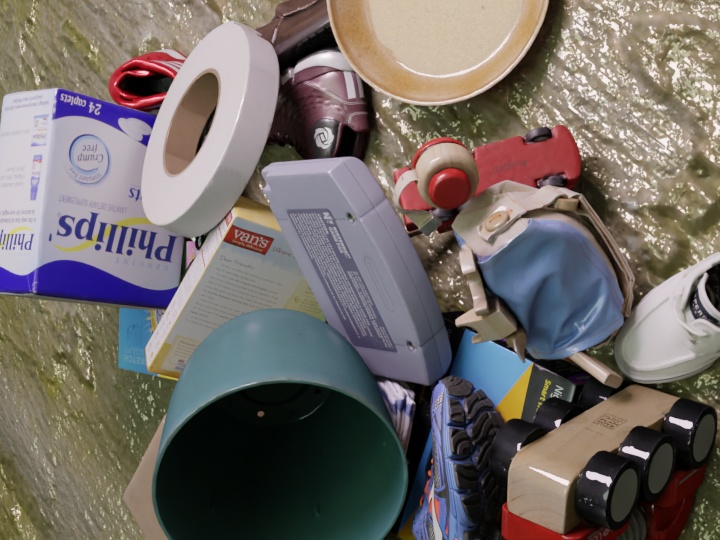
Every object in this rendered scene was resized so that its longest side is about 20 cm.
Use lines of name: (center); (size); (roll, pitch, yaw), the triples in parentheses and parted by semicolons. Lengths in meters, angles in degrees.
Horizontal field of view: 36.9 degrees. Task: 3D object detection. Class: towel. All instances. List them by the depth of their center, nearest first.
towel: (0.001, 0.178, 0.984); (0.147, 0.023, 0.203); (-133, 53, -66)

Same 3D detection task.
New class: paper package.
paper package: (-0.128, 0.236, 1.040); (0.192, 0.103, 0.200); (56, 144, 15)

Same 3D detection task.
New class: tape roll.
tape roll: (-0.144, -0.133, 1.014); (0.202, 0.037, 0.206); (-34, 46, 44)

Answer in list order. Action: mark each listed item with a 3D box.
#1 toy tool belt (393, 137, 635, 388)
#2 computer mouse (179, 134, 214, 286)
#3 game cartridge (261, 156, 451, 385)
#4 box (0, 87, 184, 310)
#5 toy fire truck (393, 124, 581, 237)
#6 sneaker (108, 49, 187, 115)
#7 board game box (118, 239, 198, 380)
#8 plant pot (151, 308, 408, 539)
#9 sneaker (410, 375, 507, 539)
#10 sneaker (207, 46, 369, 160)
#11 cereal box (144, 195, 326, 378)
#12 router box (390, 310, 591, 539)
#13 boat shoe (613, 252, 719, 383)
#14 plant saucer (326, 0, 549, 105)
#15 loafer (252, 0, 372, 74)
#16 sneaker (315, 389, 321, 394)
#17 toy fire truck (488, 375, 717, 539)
toy tool belt: (0.118, -0.002, 0.780); (0.124, 0.199, 0.124); (-39, 31, 19)
computer mouse: (-0.148, -0.067, 1.102); (0.202, 0.043, 0.111); (-95, 23, -48)
game cartridge: (0.000, 0.000, 0.885); (0.132, 0.041, 0.202); (9, 130, 57)
box: (-0.277, -0.067, 1.117); (0.104, 0.182, 0.204); (2, 85, 41)
toy fire truck: (0.080, -0.056, 0.893); (0.197, 0.141, 0.050); (-15, 79, 2)
sneaker: (-0.238, -0.209, 1.169); (0.198, 0.115, 0.080); (3, 93, 41)
board game box: (-0.192, 0.043, 1.187); (0.198, 0.040, 0.156); (4, 94, 42)
plant pot: (-0.070, 0.128, 0.892); (0.162, 0.198, 0.203); (-105, 37, -60)
sneaker: (0.072, 0.186, 0.859); (0.078, 0.075, 0.204); (-4, 88, 42)
sneaker: (-0.069, -0.126, 1.048); (0.198, 0.075, 0.117); (-22, 80, 40)
cereal box: (-0.103, 0.032, 1.037); (0.201, 0.142, 0.040); (-55, 33, 27)
router box: (0.104, 0.155, 0.910); (0.148, 0.051, 0.203); (25, 108, 38)
boat shoe: (0.253, 0.024, 0.760); (0.199, 0.065, 0.073); (-31, 71, 38)
plant saucer: (0.067, -0.240, 0.911); (0.197, 0.035, 0.204); (1, 93, 22)
loafer: (-0.053, -0.236, 1.027); (0.198, 0.072, 0.072); (-21, 77, 40)
sneaker: (-0.050, 0.132, 1.043); (0.084, 0.076, 0.201); (55, 137, 20)
toy fire truck: (0.184, 0.200, 0.766); (0.127, 0.175, 0.204); (15, 112, 40)
